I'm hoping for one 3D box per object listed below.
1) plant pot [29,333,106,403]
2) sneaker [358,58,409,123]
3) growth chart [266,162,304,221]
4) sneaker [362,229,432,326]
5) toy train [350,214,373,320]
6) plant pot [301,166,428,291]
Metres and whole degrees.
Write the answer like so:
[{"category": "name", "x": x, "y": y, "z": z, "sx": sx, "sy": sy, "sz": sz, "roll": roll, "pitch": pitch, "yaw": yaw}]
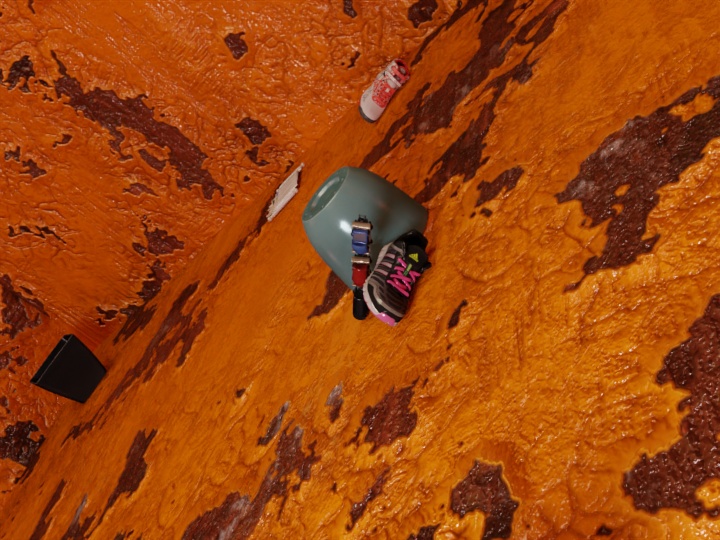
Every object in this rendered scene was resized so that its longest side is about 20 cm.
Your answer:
[{"category": "plant pot", "x": -1.000, "y": 0.354, "z": 2.800, "sx": 0.201, "sy": 0.177, "sz": 0.199, "roll": -57, "pitch": 20, "yaw": -21}, {"category": "sneaker", "x": 0.064, "y": -0.474, "z": 2.105, "sx": 0.108, "sy": 0.067, "sz": 0.202, "roll": -35, "pitch": 22, "yaw": 43}, {"category": "growth chart", "x": -0.221, "y": -0.229, "z": 2.368, "sx": 0.145, "sy": 0.018, "sz": 0.201, "roll": -43, "pitch": 21, "yaw": 23}, {"category": "sneaker", "x": 0.063, "y": 0.002, "z": 1.251, "sx": 0.087, "sy": 0.074, "sz": 0.200, "roll": -45, "pitch": 15, "yaw": 33}, {"category": "toy train", "x": 0.000, "y": 0.000, "z": 1.284, "sx": 0.046, "sy": 0.034, "sz": 0.201, "roll": -70, "pitch": -16, "yaw": -50}, {"category": "plant pot", "x": -0.006, "y": -0.086, "z": 1.432, "sx": 0.200, "sy": 0.161, "sz": 0.201, "roll": -43, "pitch": 20, "yaw": 20}]
